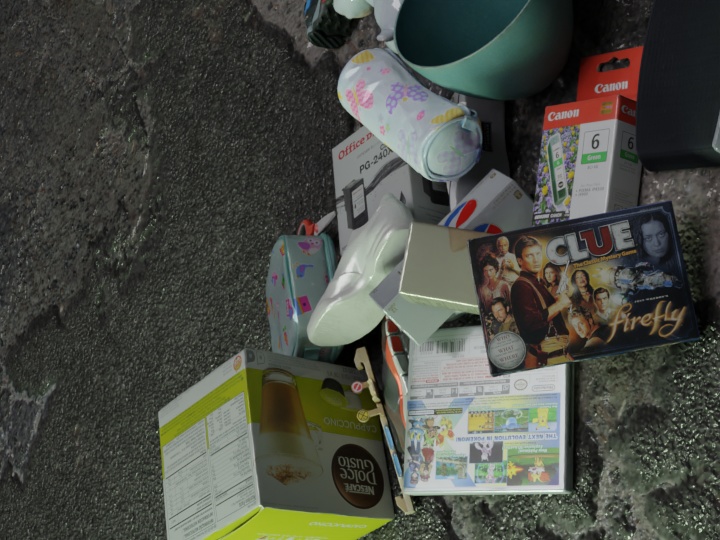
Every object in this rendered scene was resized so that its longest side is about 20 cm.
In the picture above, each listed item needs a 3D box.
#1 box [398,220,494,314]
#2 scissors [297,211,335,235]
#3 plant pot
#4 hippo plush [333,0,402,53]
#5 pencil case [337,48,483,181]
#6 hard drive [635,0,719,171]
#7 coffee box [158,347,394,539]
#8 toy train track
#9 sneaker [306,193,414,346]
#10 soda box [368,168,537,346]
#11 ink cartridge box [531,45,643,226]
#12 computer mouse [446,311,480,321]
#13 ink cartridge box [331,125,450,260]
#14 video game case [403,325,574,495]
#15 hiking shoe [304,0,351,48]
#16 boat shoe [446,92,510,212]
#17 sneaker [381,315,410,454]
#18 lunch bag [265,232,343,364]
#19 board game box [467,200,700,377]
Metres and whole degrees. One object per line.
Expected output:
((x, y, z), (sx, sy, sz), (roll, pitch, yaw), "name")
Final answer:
((0.146, 0.008, 1.390), (0.200, 0.095, 0.078), (10, 85, 9), "box")
((-0.059, -0.057, 1.778), (0.200, 0.014, 0.073), (113, 150, -62), "scissors")
((0.156, -0.266, 1.504), (0.200, 0.135, 0.200), (-27, 43, 29), "plant pot")
((0.055, -0.359, 1.692), (0.159, 0.200, 0.161), (-37, 66, -5), "hippo plush")
((0.054, -0.179, 1.547), (0.200, 0.083, 0.091), (43, 124, 44), "pencil case")
((0.332, -0.201, 1.343), (0.135, 0.042, 0.200), (0, 79, 53), "hard drive")
((-0.105, 0.235, 1.654), (0.200, 0.200, 0.198), (-36, 53, 41), "coffee box")
((0.020, 0.189, 1.597), (0.032, 0.115, 0.200), (-18, 75, 3), "toy train track")
((0.000, 0.000, 1.577), (0.200, 0.075, 0.089), (-53, 40, 25), "sneaker")
((0.106, -0.015, 1.492), (0.200, 0.064, 0.068), (-46, 19, 1), "soda box")
((0.243, -0.140, 1.435), (0.109, 0.050, 0.200), (-2, 78, 53), "ink cartridge box")
((0.125, 0.024, 1.536), (0.200, 0.044, 0.110), (-10, 40, 58), "computer mouse")
((0.043, -0.085, 1.659), (0.145, 0.083, 0.200), (-32, 55, 44), "ink cartridge box")
((0.136, 0.148, 1.464), (0.200, 0.022, 0.183), (-7, 72, 35), "video game case")
((-0.024, -0.401, 1.861), (0.200, 0.074, 0.087), (-51, 44, 31), "hiking shoe")
((0.125, -0.125, 1.577), (0.066, 0.072, 0.200), (153, 118, -63), "boat shoe")
((0.047, 0.122, 1.597), (0.082, 0.077, 0.200), (-40, 48, 48), "sneaker")
((-0.069, 0.058, 1.717), (0.200, 0.077, 0.161), (107, 154, -61), "lunch bag")
((0.212, 0.018, 1.313), (0.200, 0.035, 0.136), (-11, 81, 8), "board game box")
